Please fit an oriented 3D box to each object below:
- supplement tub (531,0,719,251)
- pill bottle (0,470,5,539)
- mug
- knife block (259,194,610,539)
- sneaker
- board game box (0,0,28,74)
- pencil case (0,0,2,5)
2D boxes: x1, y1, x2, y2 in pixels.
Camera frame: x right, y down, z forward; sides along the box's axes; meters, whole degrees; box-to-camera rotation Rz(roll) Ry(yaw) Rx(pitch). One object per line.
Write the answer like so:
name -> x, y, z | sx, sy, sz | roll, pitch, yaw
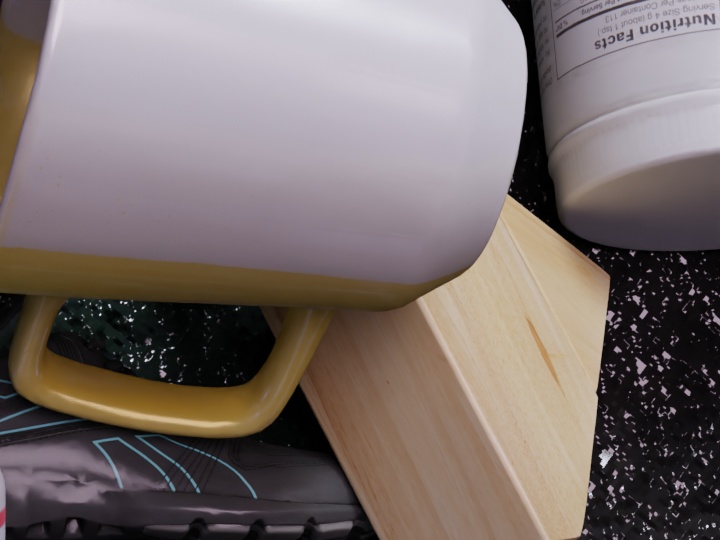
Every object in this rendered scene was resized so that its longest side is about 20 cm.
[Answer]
supplement tub -> 0.126, -0.120, 1.090 | 0.131, 0.132, 0.201 | 0, 74, -18
pill bottle -> -0.163, 0.155, 0.902 | 0.108, 0.109, 0.201 | 0, 95, -18
mug -> -0.038, -0.047, 0.927 | 0.152, 0.187, 0.150 | 11, 64, -13
knife block -> 0.000, 0.000, 1.010 | 0.175, 0.064, 0.200 | 35, 37, -19
sneaker -> -0.084, 0.059, 0.998 | 0.199, 0.075, 0.080 | 5, 70, -17
board game box -> -0.172, -0.056, 0.959 | 0.200, 0.047, 0.152 | -34, 131, -30
pencil case -> -0.150, -0.051, 0.878 | 0.085, 0.092, 0.201 | 9, 101, -37
